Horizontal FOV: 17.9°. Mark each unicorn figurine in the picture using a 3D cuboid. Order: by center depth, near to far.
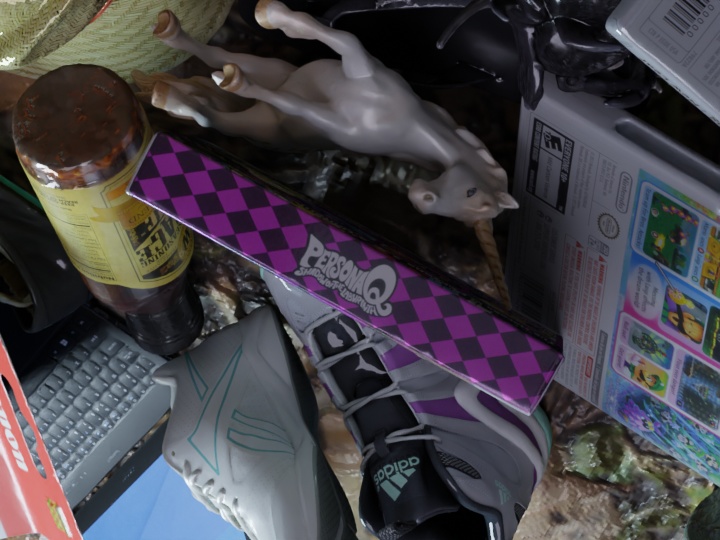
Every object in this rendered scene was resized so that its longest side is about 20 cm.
[{"bbox_3d":[-0.015,-0.070,1.040,0.137,0.200,0.074,25,95,-34],"label":"unicorn figurine"}]

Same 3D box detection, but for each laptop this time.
[{"bbox_3d":[-0.167,0.121,1.269,0.200,0.103,0.177,35,129,-13],"label":"laptop"}]

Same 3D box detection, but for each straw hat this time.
[{"bbox_3d":[-0.160,-0.139,1.062,0.201,0.085,0.201,8,130,10],"label":"straw hat"}]

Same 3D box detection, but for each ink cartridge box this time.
[{"bbox_3d":[-0.228,0.075,1.199,0.200,0.050,0.162,20,133,55],"label":"ink cartridge box"}]

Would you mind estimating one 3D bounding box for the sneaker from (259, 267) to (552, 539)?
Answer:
[{"bbox_3d":[0.017,0.078,1.154,0.200,0.140,0.078,41,128,-19],"label":"sneaker"}]

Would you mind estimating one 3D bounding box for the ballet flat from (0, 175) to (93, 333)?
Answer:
[{"bbox_3d":[-0.214,-0.042,1.160,0.200,0.068,0.068,44,166,-20],"label":"ballet flat"}]

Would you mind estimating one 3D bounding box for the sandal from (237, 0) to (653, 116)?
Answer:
[{"bbox_3d":[0.039,-0.112,1.055,0.200,0.043,0.076,14,131,4],"label":"sandal"}]

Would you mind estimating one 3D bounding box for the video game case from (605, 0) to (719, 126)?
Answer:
[{"bbox_3d":[0.228,-0.122,0.934,0.182,0.022,0.200,38,91,-15],"label":"video game case"}]

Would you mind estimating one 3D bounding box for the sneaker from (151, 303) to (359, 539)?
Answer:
[{"bbox_3d":[-0.052,0.104,1.151,0.080,0.200,0.071,-22,130,1],"label":"sneaker"}]

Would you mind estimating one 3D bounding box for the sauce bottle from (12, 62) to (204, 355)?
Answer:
[{"bbox_3d":[-0.117,-0.023,1.133,0.066,0.066,0.200,4,153,13],"label":"sauce bottle"}]

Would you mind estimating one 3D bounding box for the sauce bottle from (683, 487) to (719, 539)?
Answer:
[{"bbox_3d":[0.251,0.196,1.240,0.065,0.065,0.200,-23,121,31],"label":"sauce bottle"}]

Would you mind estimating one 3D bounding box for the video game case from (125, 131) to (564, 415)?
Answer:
[{"bbox_3d":[0.000,0.000,1.050,0.200,0.181,0.036,29,92,3],"label":"video game case"}]

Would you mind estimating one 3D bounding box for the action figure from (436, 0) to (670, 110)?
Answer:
[{"bbox_3d":[0.131,-0.125,0.981,0.200,0.102,0.119,3,131,-7],"label":"action figure"}]

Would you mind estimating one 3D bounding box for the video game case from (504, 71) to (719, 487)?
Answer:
[{"bbox_3d":[0.147,0.017,1.072,0.182,0.024,0.200,33,149,22],"label":"video game case"}]
